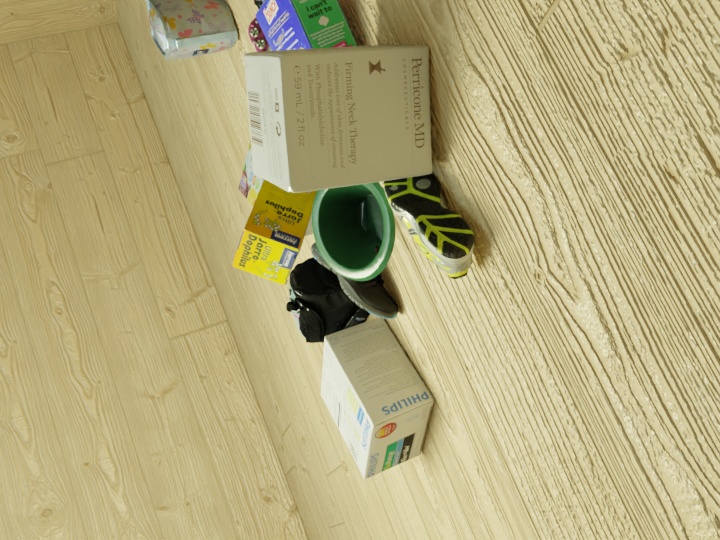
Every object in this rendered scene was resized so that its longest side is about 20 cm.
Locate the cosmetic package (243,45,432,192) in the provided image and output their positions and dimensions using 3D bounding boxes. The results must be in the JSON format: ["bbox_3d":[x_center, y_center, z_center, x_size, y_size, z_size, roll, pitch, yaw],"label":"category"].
[{"bbox_3d":[-0.032,-0.207,0.999,0.166,0.199,0.168,-149,52,-62],"label":"cosmetic package"}]

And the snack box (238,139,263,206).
[{"bbox_3d":[-0.201,-0.208,1.637,0.200,0.053,0.143,44,119,57],"label":"snack box"}]

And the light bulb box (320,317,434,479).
[{"bbox_3d":[0.024,0.232,1.382,0.200,0.124,0.199,58,156,35],"label":"light bulb box"}]

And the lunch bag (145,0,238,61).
[{"bbox_3d":[-0.391,-0.560,1.756,0.200,0.169,0.127,51,151,45],"label":"lunch bag"}]

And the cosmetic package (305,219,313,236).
[{"bbox_3d":[-0.157,-0.136,1.670,0.200,0.050,0.083,-148,44,-62],"label":"cosmetic package"}]

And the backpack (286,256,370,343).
[{"bbox_3d":[-0.061,0.056,1.449,0.200,0.166,0.127,98,167,-58],"label":"backpack"}]

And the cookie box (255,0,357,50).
[{"bbox_3d":[-0.071,-0.338,1.168,0.200,0.075,0.171,65,163,-10],"label":"cookie box"}]

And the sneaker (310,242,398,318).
[{"bbox_3d":[0.000,0.000,1.313,0.200,0.082,0.073,46,-166,16],"label":"sneaker"}]

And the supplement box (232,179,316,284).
[{"bbox_3d":[-0.158,-0.092,1.450,0.109,0.109,0.200,117,170,-45],"label":"supplement box"}]

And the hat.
[{"bbox_3d":[0.037,-0.080,1.173,0.200,0.176,0.166,20,112,42],"label":"hat"}]

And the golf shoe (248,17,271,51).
[{"bbox_3d":[-0.144,-0.374,1.417,0.092,0.075,0.201,-63,-45,-86],"label":"golf shoe"}]

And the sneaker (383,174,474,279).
[{"bbox_3d":[0.086,-0.066,1.023,0.077,0.075,0.200,79,168,-49],"label":"sneaker"}]

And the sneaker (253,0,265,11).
[{"bbox_3d":[-0.166,-0.470,1.242,0.070,0.078,0.201,32,137,61],"label":"sneaker"}]
